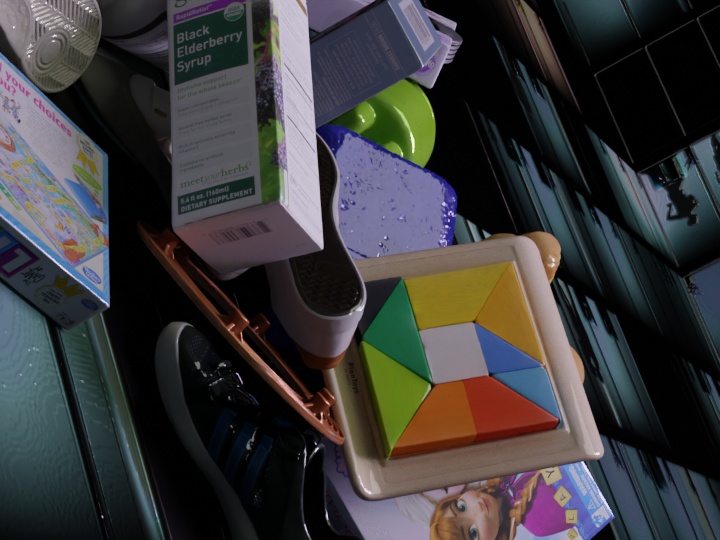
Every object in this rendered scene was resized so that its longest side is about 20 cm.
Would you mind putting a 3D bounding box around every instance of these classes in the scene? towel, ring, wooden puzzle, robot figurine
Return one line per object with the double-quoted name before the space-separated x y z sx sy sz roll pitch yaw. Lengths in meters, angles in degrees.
"towel" 0.000 0.000 1.211 0.147 0.049 0.202 26 62 -27
"ring" -0.076 0.037 1.030 0.201 0.019 0.200 47 0 0
"wooden puzzle" 0.067 0.063 1.123 0.037 0.198 0.187 114 -35 -57
"robot figurine" 0.008 -0.125 1.443 0.176 0.115 0.200 52 20 -6

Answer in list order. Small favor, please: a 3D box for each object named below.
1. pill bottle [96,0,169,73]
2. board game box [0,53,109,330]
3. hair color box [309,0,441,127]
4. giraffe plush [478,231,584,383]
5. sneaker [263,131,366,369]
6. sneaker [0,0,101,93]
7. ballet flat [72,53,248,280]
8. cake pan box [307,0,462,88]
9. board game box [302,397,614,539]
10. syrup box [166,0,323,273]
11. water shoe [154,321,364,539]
"pill bottle" -0.154 -0.217 1.137 0.200 0.113 0.115 22 44 -63
"board game box" -0.220 -0.073 0.893 0.200 0.034 0.135 46 25 -40
"hair color box" -0.040 -0.146 1.211 0.061 0.199 0.099 59 19 -10
"giraffe plush" 0.139 0.085 1.424 0.163 0.171 0.201 58 -17 31
"sneaker" -0.048 -0.017 1.093 0.085 0.072 0.202 102 -20 -48
"sneaker" -0.233 -0.184 0.967 0.084 0.075 0.200 34 -10 24
"ballet flat" -0.130 -0.086 1.104 0.201 0.063 0.068 57 15 -17
"cake pan box" 0.003 -0.251 1.528 0.198 0.053 0.184 26 18 -1
"board game box" 0.072 0.160 1.161 0.199 0.041 0.201 -36 100 -29
"syrup box" -0.079 -0.109 1.038 0.081 0.078 0.202 48 33 -60
"water shoe" -0.060 0.115 0.995 0.202 0.078 0.071 64 18 2
